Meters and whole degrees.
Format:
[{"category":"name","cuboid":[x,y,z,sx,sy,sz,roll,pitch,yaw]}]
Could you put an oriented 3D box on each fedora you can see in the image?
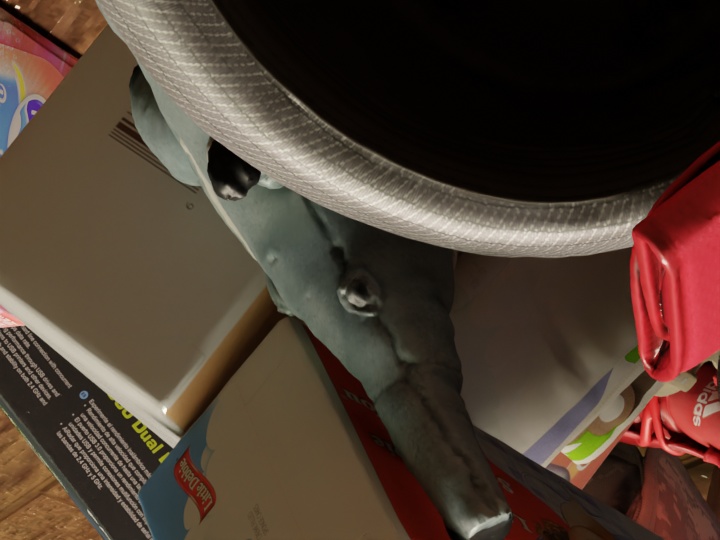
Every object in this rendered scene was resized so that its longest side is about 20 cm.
[{"category":"fedora","cuboid":[0.028,-0.101,0.574,0.200,0.177,0.090,37,-165,-10]}]

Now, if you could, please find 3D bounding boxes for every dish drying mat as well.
[{"category":"dish drying mat","cuboid":[0.139,-0.051,0.555,0.018,0.200,0.077,47,169,27]}]

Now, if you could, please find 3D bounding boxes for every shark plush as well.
[{"category":"shark plush","cuboid":[-0.023,-0.017,0.609,0.091,0.200,0.083,-23,156,20]}]

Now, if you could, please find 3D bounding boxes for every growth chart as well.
[{"category":"growth chart","cuboid":[0.075,-0.001,0.727,0.018,0.200,0.145,41,165,37]}]

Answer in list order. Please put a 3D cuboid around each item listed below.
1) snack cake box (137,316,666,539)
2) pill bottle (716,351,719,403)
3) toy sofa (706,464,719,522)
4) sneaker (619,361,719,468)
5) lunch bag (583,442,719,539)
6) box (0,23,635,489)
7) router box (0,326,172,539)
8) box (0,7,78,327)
[{"category":"snack cake box","cuboid":[0.049,0.105,0.650,0.200,0.067,0.115,32,-164,-28]},{"category":"pill bottle","cuboid":[0.153,0.010,0.648,0.114,0.200,0.114,15,159,6]},{"category":"toy sofa","cuboid":[0.216,0.089,0.962,0.200,0.083,0.098,-7,150,45]},{"category":"sneaker","cuboid":[0.093,0.029,0.857,0.200,0.078,0.116,3,-173,1]},{"category":"lunch bag","cuboid":[0.096,0.150,0.946,0.164,0.118,0.200,59,165,-16]},{"category":"box","cuboid":[0.000,0.000,0.762,0.106,0.152,0.200,33,172,36]},{"category":"router box","cuboid":[-0.087,0.075,1.011,0.200,0.062,0.150,49,170,13]},{"category":"box","cuboid":[-0.200,-0.035,0.922,0.200,0.103,0.095,-7,149,43]}]
